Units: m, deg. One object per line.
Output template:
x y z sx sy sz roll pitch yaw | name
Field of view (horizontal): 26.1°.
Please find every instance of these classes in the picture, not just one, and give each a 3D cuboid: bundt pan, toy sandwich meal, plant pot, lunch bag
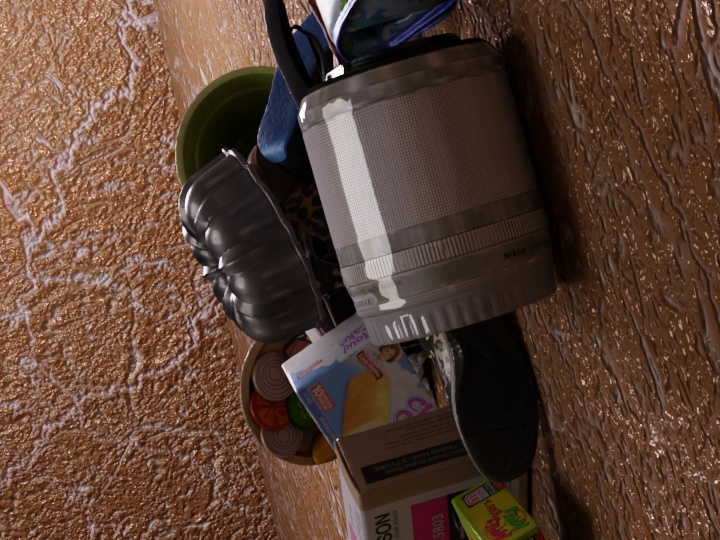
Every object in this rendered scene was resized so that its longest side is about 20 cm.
-0.116 -0.015 1.534 0.203 0.075 0.202 56 166 21 | bundt pan
-0.046 0.136 1.849 0.070 0.203 0.208 1 108 65 | toy sandwich meal
-0.110 -0.131 1.881 0.190 0.198 0.203 35 -142 -86 | plant pot
0.003 -0.266 1.180 0.200 0.126 0.172 136 118 -67 | lunch bag

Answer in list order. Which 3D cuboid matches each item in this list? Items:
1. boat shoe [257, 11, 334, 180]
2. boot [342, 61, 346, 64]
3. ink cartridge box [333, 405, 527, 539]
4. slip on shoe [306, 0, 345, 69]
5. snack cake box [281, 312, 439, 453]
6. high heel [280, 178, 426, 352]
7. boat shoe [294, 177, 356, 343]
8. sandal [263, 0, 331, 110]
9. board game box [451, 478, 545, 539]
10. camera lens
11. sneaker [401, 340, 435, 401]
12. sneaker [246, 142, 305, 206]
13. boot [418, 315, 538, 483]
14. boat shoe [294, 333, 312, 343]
-0.047 -0.177 1.537 0.084 0.202 0.069 -3 144 44 | boat shoe
0.030 -0.100 1.408 0.201 0.076 0.170 110 140 -64 | boot
0.070 0.223 1.445 0.075 0.163 0.202 -117 15 -45 | ink cartridge box
-0.019 -0.247 1.429 0.074 0.060 0.202 -67 -24 -53 | slip on shoe
0.020 0.150 1.584 0.201 0.114 0.067 58 177 -27 | snack cake box
0.000 0.000 1.534 0.071 0.141 0.203 -158 52 -74 | high heel
-0.031 0.000 1.624 0.067 0.071 0.202 -27 78 42 | boat shoe
-0.038 -0.164 1.440 0.076 0.042 0.202 -84 -29 -75 | sandal
0.149 0.283 1.322 0.202 0.047 0.102 64 174 -23 | board game box
0.049 -0.062 1.143 0.160 0.158 0.203 172 82 -79 | camera lens
0.038 0.082 1.670 0.201 0.074 0.082 87 172 -50 | sneaker
-0.073 -0.143 1.587 0.201 0.069 0.076 -83 7 -53 | sneaker
0.096 0.080 1.371 0.154 0.073 0.206 149 104 -84 | boot
-0.037 0.047 1.700 0.074 0.200 0.063 -51 55 29 | boat shoe
